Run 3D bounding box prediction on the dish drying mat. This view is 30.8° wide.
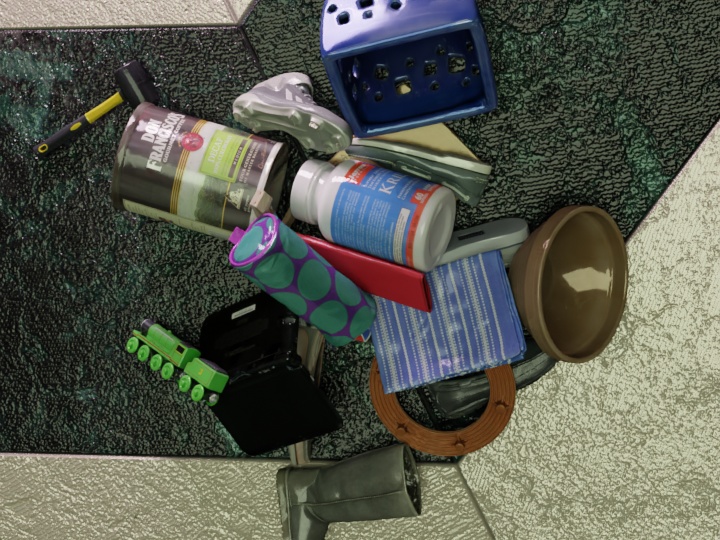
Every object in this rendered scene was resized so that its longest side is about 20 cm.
[{"bbox_3d":[0.000,0.000,1.686,0.198,0.077,0.018,17,56,25],"label":"dish drying mat"}]

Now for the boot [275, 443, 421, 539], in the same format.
[{"bbox_3d":[-0.010,0.337,1.798,0.197,0.073,0.184,-9,96,13],"label":"boot"}]

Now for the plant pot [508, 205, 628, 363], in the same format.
[{"bbox_3d":[0.256,0.015,1.694,0.092,0.199,0.204,6,101,45],"label":"plant pot"}]

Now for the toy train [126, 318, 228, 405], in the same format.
[{"bbox_3d":[-0.249,0.121,1.773,0.199,0.042,0.057,29,93,42],"label":"toy train"}]

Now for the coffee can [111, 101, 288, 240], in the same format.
[{"bbox_3d":[-0.210,-0.125,1.731,0.198,0.146,0.148,16,100,4],"label":"coffee can"}]

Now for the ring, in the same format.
[{"bbox_3d":[0.107,0.159,1.733,0.198,0.019,0.203,4,113,10],"label":"ring"}]

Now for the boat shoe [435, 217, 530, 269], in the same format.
[{"bbox_3d":[0.131,-0.013,1.734,0.197,0.074,0.066,-12,115,6],"label":"boat shoe"}]

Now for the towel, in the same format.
[{"bbox_3d":[0.105,0.067,1.680,0.198,0.024,0.147,-17,79,16],"label":"towel"}]

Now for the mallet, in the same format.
[{"bbox_3d":[-0.363,-0.204,1.800,0.199,0.041,0.066,-38,94,16],"label":"mallet"}]

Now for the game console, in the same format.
[{"bbox_3d":[-0.121,0.134,1.760,0.199,0.116,0.178,-23,53,40],"label":"game console"}]

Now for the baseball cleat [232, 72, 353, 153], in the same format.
[{"bbox_3d":[-0.075,-0.214,1.703,0.198,0.107,0.070,20,144,32],"label":"baseball cleat"}]

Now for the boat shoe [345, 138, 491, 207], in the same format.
[{"bbox_3d":[0.070,-0.131,1.707,0.197,0.073,0.063,13,101,6],"label":"boat shoe"}]

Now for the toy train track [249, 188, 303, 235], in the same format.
[{"bbox_3d":[-0.105,-0.052,1.703,0.032,0.200,0.116,23,75,16],"label":"toy train track"}]

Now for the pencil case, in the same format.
[{"bbox_3d":[-0.072,0.015,1.645,0.200,0.092,0.085,41,82,-32],"label":"pencil case"}]

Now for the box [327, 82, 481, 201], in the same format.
[{"bbox_3d":[0.047,-0.123,1.760,0.164,0.021,0.200,45,100,-1],"label":"box"}]

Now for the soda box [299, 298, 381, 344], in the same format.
[{"bbox_3d":[-0.008,0.053,1.766,0.197,0.071,0.064,14,105,6],"label":"soda box"}]

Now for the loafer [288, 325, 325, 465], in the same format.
[{"bbox_3d":[-0.071,0.167,1.795,0.062,0.072,0.203,-3,95,1],"label":"loafer"}]

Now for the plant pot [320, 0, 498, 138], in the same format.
[{"bbox_3d":[0.057,-0.304,1.634,0.197,0.200,0.182,-11,62,9],"label":"plant pot"}]

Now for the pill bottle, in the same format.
[{"bbox_3d":[0.014,-0.078,1.680,0.198,0.112,0.114,18,100,21],"label":"pill bottle"}]

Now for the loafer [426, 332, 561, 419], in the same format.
[{"bbox_3d":[0.180,0.129,1.750,0.199,0.068,0.071,-28,112,14],"label":"loafer"}]
